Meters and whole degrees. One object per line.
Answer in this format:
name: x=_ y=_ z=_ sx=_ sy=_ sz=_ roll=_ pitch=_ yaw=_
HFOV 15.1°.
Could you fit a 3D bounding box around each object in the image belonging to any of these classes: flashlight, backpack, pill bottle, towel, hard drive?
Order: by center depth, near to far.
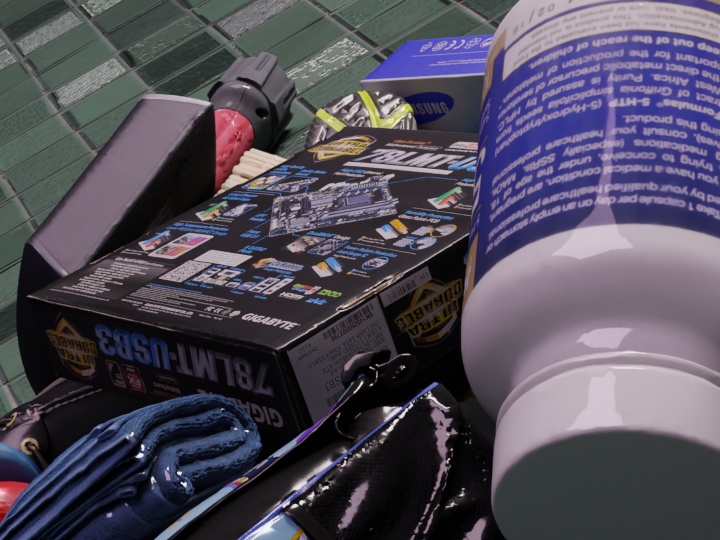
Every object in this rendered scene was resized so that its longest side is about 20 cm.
pill bottle: x=0.095 y=0.001 z=0.931 sx=0.119 sy=0.120 sz=0.200 roll=-17 pitch=44 yaw=26
backpack: x=-0.036 y=0.149 z=0.943 sx=0.200 sy=0.135 sz=0.183 roll=-37 pitch=-6 yaw=-34
towel: x=-0.130 y=0.120 z=1.041 sx=0.200 sy=0.049 sz=0.112 roll=-42 pitch=-9 yaw=17
hard drive: x=-0.124 y=-0.001 z=1.377 sx=0.135 sy=0.042 sz=0.200 roll=-54 pitch=-11 yaw=-24
flashlight: x=-0.095 y=-0.066 z=1.636 sx=0.068 sy=0.068 sz=0.200 roll=-15 pitch=26 yaw=33

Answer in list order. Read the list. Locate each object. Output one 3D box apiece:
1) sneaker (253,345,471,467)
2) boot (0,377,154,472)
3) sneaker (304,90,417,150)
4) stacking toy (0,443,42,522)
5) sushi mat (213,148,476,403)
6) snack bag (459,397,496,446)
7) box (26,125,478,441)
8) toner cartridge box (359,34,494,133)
sneaker: x=-0.042 y=0.069 z=1.217 sx=0.114 sy=0.076 sz=0.199 roll=-5 pitch=27 yaw=48
boot: x=-0.179 y=0.118 z=1.283 sx=0.203 sy=0.074 sz=0.154 roll=-27 pitch=6 yaw=21
sneaker: x=-0.003 y=0.003 z=1.384 sx=0.075 sy=0.076 sz=0.200 roll=5 pitch=53 yaw=21
stacking toy: x=-0.133 y=0.168 z=1.147 sx=0.110 sy=0.116 sz=0.200 roll=-36 pitch=34 yaw=-12
sushi mat: x=0.000 y=0.000 z=1.326 sx=0.200 sy=0.012 sz=0.096 roll=18 pitch=61 yaw=31
snack bag: x=0.016 y=0.109 z=1.182 sx=0.200 sy=0.021 sz=0.189 roll=-19 pitch=23 yaw=22
box: x=-0.014 y=-0.002 z=1.197 sx=0.198 sy=0.050 sz=0.200 roll=-29 pitch=22 yaw=-32
toner cartridge box: x=0.094 y=-0.073 z=1.390 sx=0.043 sy=0.095 sz=0.200 roll=-42 pitch=25 yaw=-30
